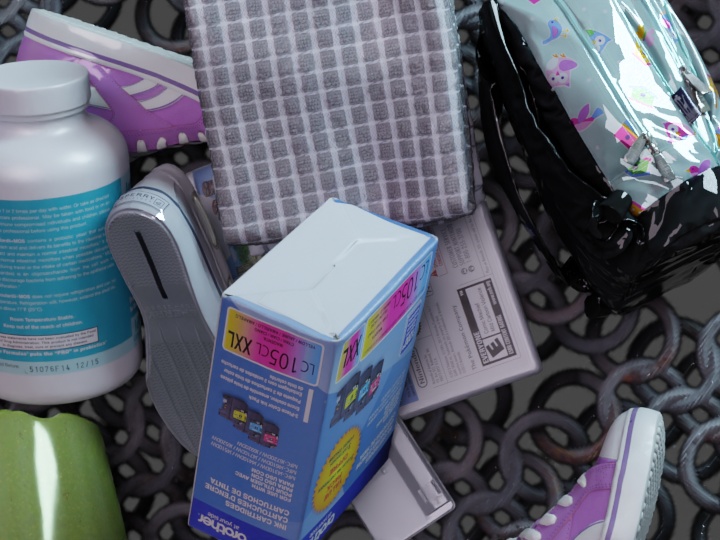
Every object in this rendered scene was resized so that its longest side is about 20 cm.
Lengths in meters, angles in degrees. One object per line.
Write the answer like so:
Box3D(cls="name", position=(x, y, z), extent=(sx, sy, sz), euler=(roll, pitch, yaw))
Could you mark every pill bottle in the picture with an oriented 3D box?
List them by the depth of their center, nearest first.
Box3D(cls="pill bottle", position=(-0.196, -0.026, 1.166), extent=(0.111, 0.111, 0.200), euler=(4, 112, 13))

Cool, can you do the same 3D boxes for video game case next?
Box3D(cls="video game case", position=(0.000, 0.000, 1.203), extent=(0.182, 0.022, 0.200), euler=(-20, 81, 10))

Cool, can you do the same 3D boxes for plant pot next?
Box3D(cls="plant pot", position=(-0.214, 0.193, 1.160), extent=(0.200, 0.200, 0.190), euler=(-12, 68, 11))

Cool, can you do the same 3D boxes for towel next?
Box3D(cls="towel", position=(-0.017, -0.113, 1.124), extent=(0.165, 0.086, 0.200), euler=(-9, 100, 0))

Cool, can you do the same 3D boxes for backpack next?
Box3D(cls="backpack", position=(0.149, -0.088, 1.123), extent=(0.126, 0.167, 0.200), euler=(-23, 76, -11))

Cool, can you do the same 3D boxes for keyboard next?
Box3D(cls="keyboard", position=(-0.016, 0.080, 1.184), extent=(0.056, 0.011, 0.200), euler=(-36, 78, 13))

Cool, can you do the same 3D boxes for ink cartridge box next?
Box3D(cls="ink cartridge box", position=(-0.030, 0.078, 1.088), extent=(0.076, 0.136, 0.200), euler=(24, 125, 16))

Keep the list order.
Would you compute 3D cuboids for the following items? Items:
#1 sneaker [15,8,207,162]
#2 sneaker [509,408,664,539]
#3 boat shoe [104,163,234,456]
Box3D(cls="sneaker", position=(-0.140, -0.089, 1.225), extent=(0.200, 0.073, 0.115), euler=(20, 97, 19))
Box3D(cls="sneaker", position=(0.108, 0.167, 1.129), extent=(0.114, 0.073, 0.201), euler=(19, 88, 17))
Box3D(cls="boat shoe", position=(-0.099, 0.026, 1.172), extent=(0.073, 0.067, 0.200), euler=(4, 126, 22))
